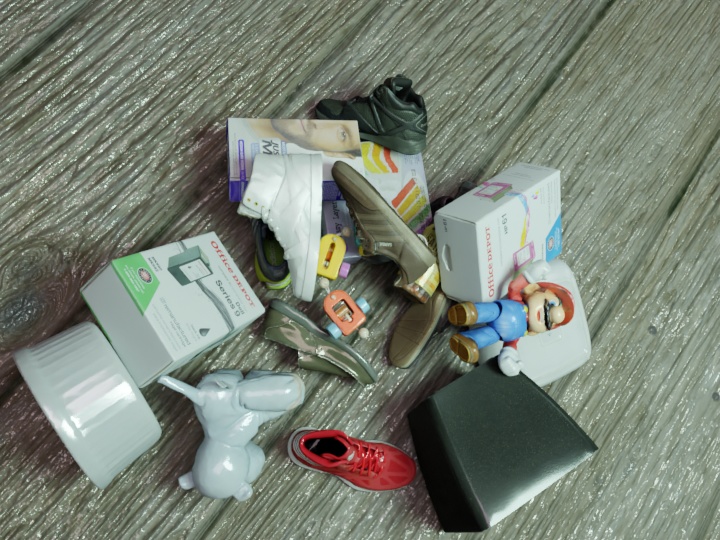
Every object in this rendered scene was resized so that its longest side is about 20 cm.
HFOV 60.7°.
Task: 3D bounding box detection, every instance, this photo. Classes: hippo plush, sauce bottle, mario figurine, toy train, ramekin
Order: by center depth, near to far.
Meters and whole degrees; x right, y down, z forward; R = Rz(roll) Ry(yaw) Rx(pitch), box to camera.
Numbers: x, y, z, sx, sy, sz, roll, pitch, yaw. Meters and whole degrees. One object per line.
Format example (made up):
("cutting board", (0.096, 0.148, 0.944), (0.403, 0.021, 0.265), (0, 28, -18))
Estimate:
("ramekin", (-0.338, 0.163, 0.778), (0.097, 0.200, 0.202), (-32, 86, -25))
("hippo plush", (-0.156, 0.219, 0.819), (0.157, 0.200, 0.164), (1, 84, 9))
("mario figurine", (0.223, 0.064, 0.843), (0.198, 0.124, 0.106), (-14, 50, -26))
("toy train", (0.000, 0.000, 0.917), (0.150, 0.056, 0.200), (45, 77, 3))
("sauce bottle", (0.124, -0.046, 0.950), (0.066, 0.066, 0.202), (31, 82, -4))

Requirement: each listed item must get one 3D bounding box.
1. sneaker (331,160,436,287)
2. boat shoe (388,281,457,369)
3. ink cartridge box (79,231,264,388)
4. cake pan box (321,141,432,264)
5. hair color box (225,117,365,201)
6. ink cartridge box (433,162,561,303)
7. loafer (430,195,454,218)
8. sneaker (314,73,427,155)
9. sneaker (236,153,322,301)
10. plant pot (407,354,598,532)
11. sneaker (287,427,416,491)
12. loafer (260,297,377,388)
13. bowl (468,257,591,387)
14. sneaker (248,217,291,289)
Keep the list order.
("sneaker", (0.017, -0.063, 0.861), (0.075, 0.070, 0.200), (-43, 91, 9))
("boat shoe", (0.114, 0.071, 0.971), (0.065, 0.071, 0.202), (40, 70, -36))
("ink cartridge box", (-0.242, 0.042, 0.825), (0.147, 0.084, 0.200), (56, 28, 2))
("cake pan box", (0.021, -0.108, 0.999), (0.181, 0.052, 0.203), (-5, 80, -12))
("hair color box", (-0.098, -0.165, 0.917), (0.197, 0.065, 0.111), (-2, 66, -15))
("ink cartridge box", (0.211, -0.054, 0.922), (0.199, 0.084, 0.146), (-30, 124, -29))
("loafer", (0.184, -0.038, 1.013), (0.072, 0.063, 0.201), (-40, 90, -19))
("sneaker", (0.019, -0.266, 0.977), (0.197, 0.115, 0.076), (22, 40, 23))
("sneaker", (-0.111, -0.060, 0.840), (0.114, 0.074, 0.203), (1, 88, -10))
("plant pot", (0.179, 0.242, 0.890), (0.198, 0.200, 0.179), (-26, 73, -17))
("sneaker", (-0.003, 0.273, 0.870), (0.197, 0.116, 0.080), (12, 75, -10))
("loafer", (-0.065, 0.121, 0.921), (0.199, 0.075, 0.070), (34, 84, 1))
("bowl", (0.280, 0.090, 0.979), (0.198, 0.075, 0.203), (-19, 98, -18))
("sneaker", (-0.136, -0.076, 0.937), (0.073, 0.081, 0.203), (-12, 80, -16))
